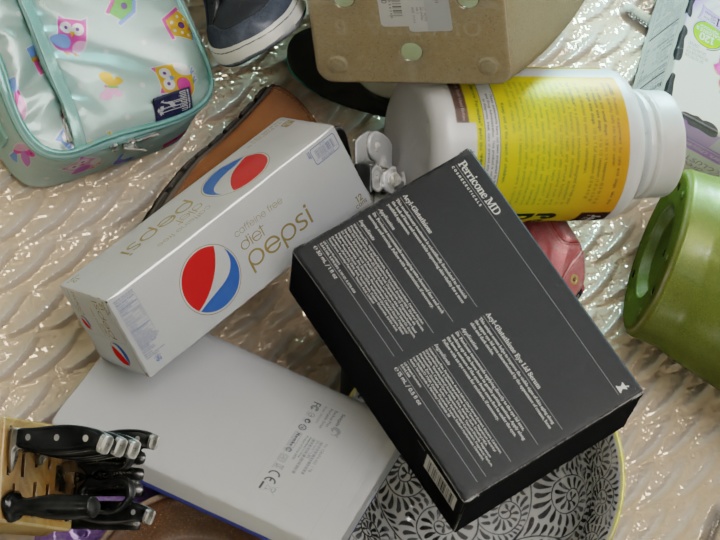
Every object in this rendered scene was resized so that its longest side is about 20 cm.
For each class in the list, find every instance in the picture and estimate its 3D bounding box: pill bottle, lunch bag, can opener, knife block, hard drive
[{"bbox_3d":[0.124,-0.089,1.776,0.200,0.109,0.109,-1,71,-21],"label":"pill bottle"},{"bbox_3d":[-0.200,-0.161,1.711,0.160,0.077,0.200,-20,81,-31],"label":"lunch bag"},{"bbox_3d":[0.000,0.000,1.743,0.053,0.066,0.200,-2,90,-62],"label":"can opener"},{"bbox_3d":[-0.225,0.121,1.510,0.200,0.176,0.064,5,79,-11],"label":"knife block"},{"bbox_3d":[-0.083,0.106,1.634,0.200,0.025,0.132,24,42,10],"label":"hard drive"}]

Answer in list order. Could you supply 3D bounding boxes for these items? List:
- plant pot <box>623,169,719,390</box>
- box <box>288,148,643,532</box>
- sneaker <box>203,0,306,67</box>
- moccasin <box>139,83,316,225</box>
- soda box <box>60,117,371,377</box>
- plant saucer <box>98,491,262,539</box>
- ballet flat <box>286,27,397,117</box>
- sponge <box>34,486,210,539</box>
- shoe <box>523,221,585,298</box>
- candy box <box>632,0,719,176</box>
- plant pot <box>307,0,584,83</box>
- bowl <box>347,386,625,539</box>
[{"bbox_3d":[0.303,0.016,1.846,0.193,0.200,0.201,20,62,-5],"label":"plant pot"},{"bbox_3d":[0.065,0.044,1.628,0.141,0.079,0.200,-30,74,-13],"label":"box"},{"bbox_3d":[-0.105,-0.231,1.719,0.146,0.077,0.202,55,10,-27],"label":"sneaker"},{"bbox_3d":[-0.092,-0.043,1.729,0.078,0.074,0.201,40,48,2],"label":"moccasin"},{"bbox_3d":[-0.093,-0.019,1.641,0.200,0.068,0.064,-38,117,-23],"label":"soda box"},{"bbox_3d":[-0.096,0.238,1.601,0.200,0.037,0.201,10,68,-25],"label":"plant saucer"},{"bbox_3d":[0.046,-0.140,1.833,0.200,0.068,0.068,20,62,-19],"label":"ballet flat"},{"bbox_3d":[-0.163,0.206,1.617,0.111,0.030,0.200,22,63,-19],"label":"sponge"},{"bbox_3d":[0.126,0.037,1.803,0.091,0.071,0.200,-11,72,-25],"label":"shoe"},{"bbox_3d":[0.308,-0.159,1.970,0.168,0.072,0.200,26,61,-16],"label":"candy box"},{"bbox_3d":[0.044,-0.231,1.721,0.200,0.200,0.177,2,38,13],"label":"plant pot"},{"bbox_3d":[0.079,0.145,1.706,0.200,0.094,0.201,-1,79,6],"label":"bowl"}]
